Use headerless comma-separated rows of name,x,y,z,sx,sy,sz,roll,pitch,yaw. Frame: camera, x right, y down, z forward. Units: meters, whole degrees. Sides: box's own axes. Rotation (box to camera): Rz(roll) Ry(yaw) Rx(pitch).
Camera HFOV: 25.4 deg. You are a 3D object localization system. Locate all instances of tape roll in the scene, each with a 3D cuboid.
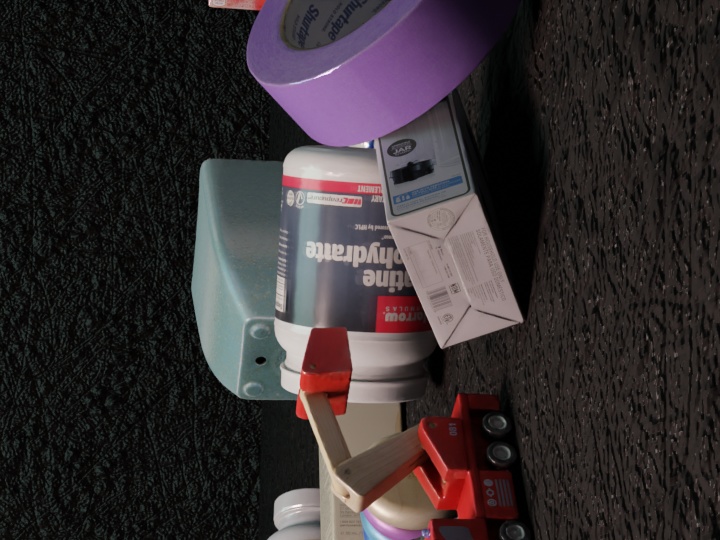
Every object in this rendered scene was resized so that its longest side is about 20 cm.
tape roll,0.017,-0.182,1.099,0.199,0.066,0.201,-31,34,24

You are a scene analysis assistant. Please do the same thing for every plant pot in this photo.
plant pot,-0.073,0.025,1.655,0.201,0.194,0.197,-97,12,-48

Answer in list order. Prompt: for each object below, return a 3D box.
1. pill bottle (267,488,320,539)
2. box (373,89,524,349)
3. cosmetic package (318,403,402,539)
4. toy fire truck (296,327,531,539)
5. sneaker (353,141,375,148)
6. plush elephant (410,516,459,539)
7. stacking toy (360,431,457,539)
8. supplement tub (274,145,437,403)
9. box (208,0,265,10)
pill bottle,-0.051,0.339,1.694,0.112,0.111,0.201,105,166,-57
box,0.054,-0.058,1.094,0.201,0.060,0.117,-98,-13,-54
cosmetic package,0.000,0.179,1.517,0.104,0.073,0.201,107,164,-62
toy fire truck,0.030,0.128,1.058,0.201,0.140,0.049,-95,11,-45
sneaker,0.013,-0.061,1.466,0.147,0.080,0.201,95,178,-49
plush elephant,0.023,0.276,1.059,0.155,0.199,0.165,63,148,36
stacking toy,0.037,0.219,1.252,0.086,0.085,0.201,-95,5,-45
supplement tub,0.000,0.000,1.329,0.140,0.139,0.202,-140,52,-80
box,-0.053,-0.318,1.601,0.096,0.198,0.100,-99,14,-61
